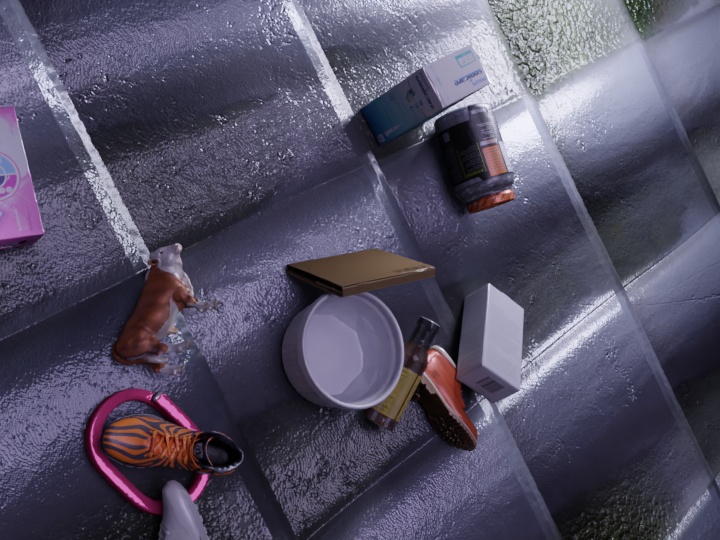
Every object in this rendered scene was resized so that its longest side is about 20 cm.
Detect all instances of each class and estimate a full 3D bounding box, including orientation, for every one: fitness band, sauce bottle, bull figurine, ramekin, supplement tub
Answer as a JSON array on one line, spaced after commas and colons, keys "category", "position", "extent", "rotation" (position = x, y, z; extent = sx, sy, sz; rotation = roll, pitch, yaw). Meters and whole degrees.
[{"category": "fitness band", "position": [-0.307, 0.264, 1.238], "extent": [0.200, 0.037, 0.144], "rotation": [49, 56, -13]}, {"category": "sauce bottle", "position": [0.076, 0.177, 1.467], "extent": [0.065, 0.065, 0.200], "rotation": [32, 85, -24]}, {"category": "bull figurine", "position": [-0.292, 0.059, 1.274], "extent": [0.121, 0.065, 0.200], "rotation": [20, 71, 7]}, {"category": "ramekin", "position": [-0.036, 0.136, 1.416], "extent": [0.200, 0.105, 0.200], "rotation": [9, 73, -32]}, {"category": "supplement tub", "position": [0.230, -0.221, 1.682], "extent": [0.122, 0.123, 0.200], "rotation": [-15, 87, -36]}]

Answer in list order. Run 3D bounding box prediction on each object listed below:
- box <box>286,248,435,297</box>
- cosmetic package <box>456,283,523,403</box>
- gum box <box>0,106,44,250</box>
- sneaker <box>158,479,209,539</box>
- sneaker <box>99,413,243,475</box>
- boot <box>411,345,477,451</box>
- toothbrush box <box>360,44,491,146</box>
[{"category": "box", "position": [0.000, 0.000, 1.447], "extent": [0.200, 0.163, 0.021], "rotation": [-12, 110, -36]}, {"category": "cosmetic package", "position": [0.246, 0.136, 1.598], "extent": [0.101, 0.071, 0.200], "rotation": [35, 44, -22]}, {"category": "gum box", "position": [-0.521, -0.119, 1.171], "extent": [0.113, 0.066, 0.200], "rotation": [-12, 85, -37]}, {"category": "sneaker", "position": [-0.255, 0.395, 1.200], "extent": [0.080, 0.076, 0.200], "rotation": [-17, 102, -19]}, {"category": "sneaker", "position": [-0.255, 0.242, 1.188], "extent": [0.200, 0.112, 0.078], "rotation": [14, 72, -29]}, {"category": "boot", "position": [0.165, 0.232, 1.552], "extent": [0.107, 0.075, 0.200], "rotation": [-42, 101, -40]}, {"category": "toothbrush box", "position": [0.120, -0.326, 1.586], "extent": [0.146, 0.200, 0.085], "rotation": [-32, 97, -35]}]
